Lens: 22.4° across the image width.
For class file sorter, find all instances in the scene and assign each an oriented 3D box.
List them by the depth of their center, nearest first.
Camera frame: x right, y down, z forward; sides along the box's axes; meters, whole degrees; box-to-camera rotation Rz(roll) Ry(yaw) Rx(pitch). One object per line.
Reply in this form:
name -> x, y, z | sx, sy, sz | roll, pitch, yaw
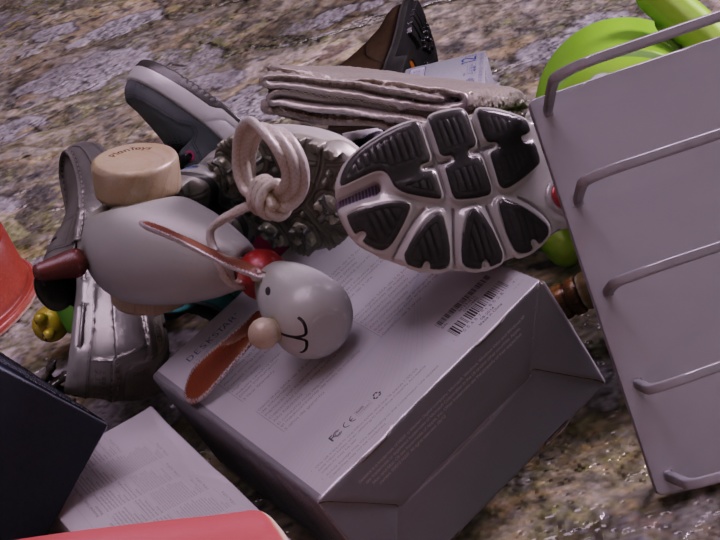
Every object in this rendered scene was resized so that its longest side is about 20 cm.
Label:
file sorter -> 0.173, -0.011, 0.826 | 0.138, 0.201, 0.125 | -18, -4, 3

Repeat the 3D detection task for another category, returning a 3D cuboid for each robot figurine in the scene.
robot figurine -> 0.162, -0.085, 1.106 | 0.176, 0.115, 0.200 | -52, 7, 20

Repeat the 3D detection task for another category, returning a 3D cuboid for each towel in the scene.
towel -> 0.023, -0.101, 1.102 | 0.132, 0.035, 0.200 | 10, 9, 15

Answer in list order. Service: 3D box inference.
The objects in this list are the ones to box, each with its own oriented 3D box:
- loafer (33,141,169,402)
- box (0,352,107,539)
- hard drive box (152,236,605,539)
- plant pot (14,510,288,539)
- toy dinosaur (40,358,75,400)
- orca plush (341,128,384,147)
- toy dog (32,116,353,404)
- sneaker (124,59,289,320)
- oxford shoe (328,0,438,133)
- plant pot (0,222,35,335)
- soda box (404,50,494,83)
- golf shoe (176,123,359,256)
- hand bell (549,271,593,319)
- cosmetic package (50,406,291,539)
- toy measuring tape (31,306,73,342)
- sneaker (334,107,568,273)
loafer -> -0.168, -0.004, 1.121 | 0.069, 0.070, 0.201 | -6, 46, -16
box -> -0.252, 0.099, 0.985 | 0.200, 0.107, 0.149 | 22, 81, 54
hard drive box -> 0.004, 0.057, 0.954 | 0.156, 0.077, 0.200 | -43, 31, -12
plant pot -> -0.099, 0.187, 0.702 | 0.176, 0.202, 0.200 | -15, 23, -16
toy dinosaur -> -0.210, 0.106, 1.092 | 0.199, 0.048, 0.088 | -16, 32, 15
orca plush -> -0.065, -0.029, 1.228 | 0.198, 0.105, 0.072 | -13, 57, 6
toy dog -> -0.100, 0.001, 0.957 | 0.096, 0.133, 0.199 | -26, 12, -31
sneaker -> -0.099, -0.027, 1.142 | 0.121, 0.200, 0.084 | -47, 0, -11
oxford shoe -> 0.013, -0.158, 1.426 | 0.084, 0.073, 0.200 | -12, 26, 20
plant pot -> -0.361, -0.041, 1.312 | 0.199, 0.196, 0.201 | -16, 25, 8
soda box -> 0.062, -0.077, 1.231 | 0.063, 0.069, 0.200 | -12, 27, 11
golf shoe -> -0.039, -0.059, 1.017 | 0.097, 0.079, 0.200 | -40, 17, -28
hand bell -> 0.114, 0.018, 1.015 | 0.199, 0.104, 0.104 | -25, 22, 19
cosmetic package -> -0.101, 0.140, 0.933 | 0.082, 0.051, 0.200 | -26, 26, -18
toy measuring tape -> -0.138, -0.003, 1.195 | 0.199, 0.074, 0.074 | -28, 22, 17
sneaker -> 0.074, -0.039, 0.929 | 0.199, 0.081, 0.083 | -10, -8, -27
